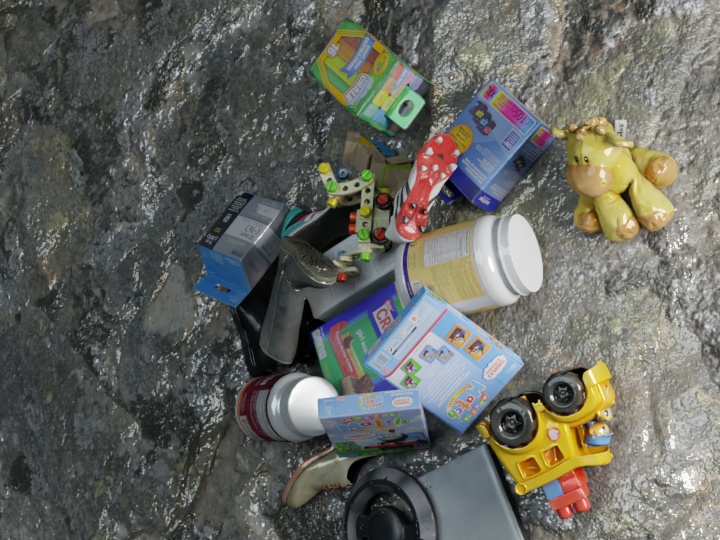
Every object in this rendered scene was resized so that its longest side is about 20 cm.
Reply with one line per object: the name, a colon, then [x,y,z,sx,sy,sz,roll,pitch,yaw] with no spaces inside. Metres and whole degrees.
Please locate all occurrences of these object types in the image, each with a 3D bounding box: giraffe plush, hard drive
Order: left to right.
hard drive: [0.176,0.388,1.601,0.139,0.033,0.201,-32,62,23]
giraffe plush: [0.361,-0.154,1.538,0.172,0.162,0.201,-18,69,30]

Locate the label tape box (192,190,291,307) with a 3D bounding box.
label tape box: [-0.222,-0.042,1.909,0.143,0.066,0.200,19,65,47]

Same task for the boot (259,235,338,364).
boot: [-0.109,0.062,1.730,0.182,0.072,0.201,45,120,61]

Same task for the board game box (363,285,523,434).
board game box: [0.128,0.140,1.614,0.151,0.200,0.037,-50,14,13]

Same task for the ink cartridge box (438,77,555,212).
ink cartridge box: [0.203,-0.192,1.711,0.200,0.076,0.137,-50,56,15]

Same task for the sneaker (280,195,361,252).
sneaker: [-0.060,-0.088,1.860,0.199,0.084,0.121,-29,23,-9]

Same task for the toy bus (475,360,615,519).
toy bus: [0.296,0.249,1.508,0.200,0.136,0.193,-32,75,20]

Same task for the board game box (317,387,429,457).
board game box: [0.025,0.237,1.608,0.151,0.200,0.037,-7,62,5]

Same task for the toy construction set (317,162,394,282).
toy construction set: [-0.011,-0.081,1.727,0.130,0.092,0.201,0,83,10]

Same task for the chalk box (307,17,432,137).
chalk box: [0.029,-0.326,1.832,0.125,0.124,0.200,-53,56,12]

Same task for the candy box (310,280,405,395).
candy box: [0.033,0.137,1.737,0.200,0.077,0.170,-31,63,23]

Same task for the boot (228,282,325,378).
boot: [-0.145,0.088,1.872,0.162,0.073,0.199,-24,72,29]

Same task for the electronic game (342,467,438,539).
electronic game: [0.045,0.416,1.669,0.199,0.042,0.201,-9,77,43]

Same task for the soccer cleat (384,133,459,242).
soccer cleat: [0.095,-0.132,1.672,0.085,0.068,0.201,-20,44,61]

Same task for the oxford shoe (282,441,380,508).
oxford shoe: [-0.050,0.341,1.745,0.200,0.071,0.074,-46,60,16]

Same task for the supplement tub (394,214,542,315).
supplement tub: [0.170,-0.004,1.640,0.199,0.145,0.146,-15,70,30]

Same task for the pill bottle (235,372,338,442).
pill bottle: [-0.122,0.229,1.750,0.200,0.114,0.115,-15,67,59]

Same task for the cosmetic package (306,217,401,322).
cosmetic package: [0.000,0.000,1.798,0.200,0.071,0.102,-31,61,23]

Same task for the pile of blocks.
pile of blocks: [0.037,-0.175,1.834,0.200,0.082,0.062,46,135,40]
